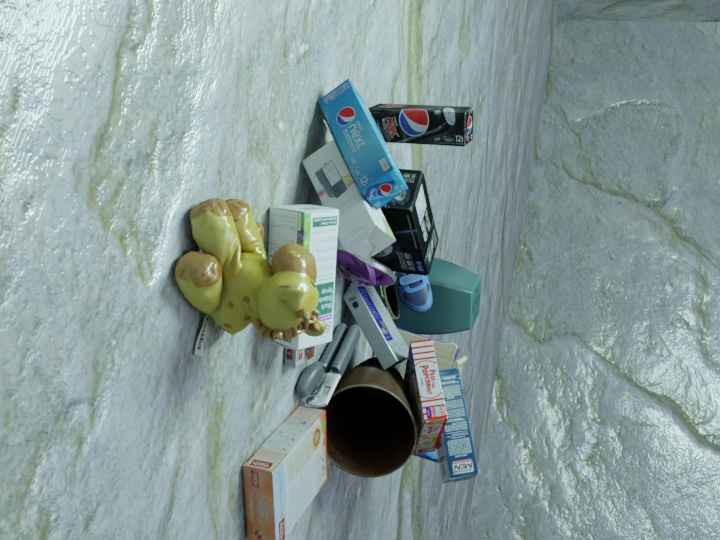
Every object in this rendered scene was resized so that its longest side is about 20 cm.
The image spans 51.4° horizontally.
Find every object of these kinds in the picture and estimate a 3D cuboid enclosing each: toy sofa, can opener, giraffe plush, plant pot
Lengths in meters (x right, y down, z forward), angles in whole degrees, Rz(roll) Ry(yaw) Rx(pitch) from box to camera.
[{"bbox_3d":[0.130,0.182,1.631,0.082,0.195,0.101,1,102,-68],"label":"toy sofa"},{"bbox_3d":[-0.052,0.163,1.336,0.201,0.051,0.068,-59,148,-48],"label":"can opener"},{"bbox_3d":[-0.122,0.018,0.935,0.172,0.158,0.206,-7,103,-69],"label":"giraffe plush"},{"bbox_3d":[0.022,0.254,1.433,0.201,0.181,0.192,-71,162,-68],"label":"plant pot"},{"bbox_3d":[0.167,0.060,1.687,0.141,0.195,0.145,-45,139,-58],"label":"plant pot"}]

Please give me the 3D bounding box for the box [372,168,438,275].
[{"bbox_3d":[0.044,-0.089,1.353,0.202,0.159,0.088,69,35,-54],"label":"box"}]

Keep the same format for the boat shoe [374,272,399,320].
[{"bbox_3d":[0.047,0.015,1.542,0.072,0.059,0.206,-56,147,-50],"label":"boat shoe"}]

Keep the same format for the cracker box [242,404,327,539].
[{"bbox_3d":[-0.117,0.327,1.210,0.200,0.056,0.138,-40,133,-63],"label":"cracker box"}]

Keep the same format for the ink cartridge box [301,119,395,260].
[{"bbox_3d":[-0.026,-0.128,1.208,0.204,0.066,0.117,64,12,18],"label":"ink cartridge box"}]

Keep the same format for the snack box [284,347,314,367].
[{"bbox_3d":[-0.094,0.049,1.220,0.072,0.024,0.206,-20,116,-66],"label":"snack box"}]

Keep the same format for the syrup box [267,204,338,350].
[{"bbox_3d":[-0.088,0.008,1.120,0.078,0.080,0.206,-9,105,-49],"label":"syrup box"}]

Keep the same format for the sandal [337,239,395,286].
[{"bbox_3d":[-0.006,0.000,1.369,0.202,0.081,0.051,35,66,-51],"label":"sandal"}]

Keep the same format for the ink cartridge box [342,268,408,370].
[{"bbox_3d":[0.025,0.090,1.448,0.203,0.039,0.099,62,19,10],"label":"ink cartridge box"}]

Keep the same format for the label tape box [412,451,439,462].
[{"bbox_3d":[0.090,0.348,1.577,0.144,0.195,0.065,33,68,-68],"label":"label tape box"}]

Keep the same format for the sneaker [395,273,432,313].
[{"bbox_3d":[0.099,-0.010,1.570,0.082,0.072,0.205,94,-22,-79],"label":"sneaker"}]

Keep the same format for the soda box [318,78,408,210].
[{"bbox_3d":[0.003,-0.201,1.180,0.068,0.063,0.203,41,23,-56],"label":"soda box"}]

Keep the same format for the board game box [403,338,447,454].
[{"bbox_3d":[0.119,0.244,1.425,0.201,0.045,0.155,93,-10,-62],"label":"board game box"}]

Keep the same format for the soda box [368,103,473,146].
[{"bbox_3d":[0.113,-0.277,1.421,0.071,0.195,0.065,-41,133,-60],"label":"soda box"}]

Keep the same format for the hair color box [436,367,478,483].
[{"bbox_3d":[0.176,0.302,1.456,0.100,0.059,0.206,94,-11,-71],"label":"hair color box"}]
